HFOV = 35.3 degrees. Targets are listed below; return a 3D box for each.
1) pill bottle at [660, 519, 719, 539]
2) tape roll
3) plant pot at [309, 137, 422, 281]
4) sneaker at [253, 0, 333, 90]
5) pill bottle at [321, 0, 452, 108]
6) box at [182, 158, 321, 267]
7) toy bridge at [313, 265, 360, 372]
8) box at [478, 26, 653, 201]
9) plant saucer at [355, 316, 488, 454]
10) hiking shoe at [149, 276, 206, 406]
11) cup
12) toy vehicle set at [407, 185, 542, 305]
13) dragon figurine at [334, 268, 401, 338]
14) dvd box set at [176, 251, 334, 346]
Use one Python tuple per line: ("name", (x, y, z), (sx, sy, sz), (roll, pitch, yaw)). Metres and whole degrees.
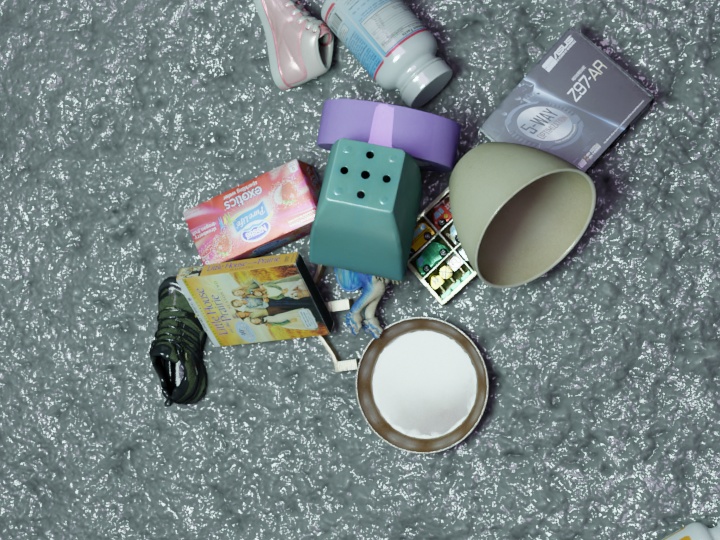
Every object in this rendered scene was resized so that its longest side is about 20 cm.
("pill bottle", (0.445, 0.414, 1.540), (0.200, 0.111, 0.111), (-33, 81, 11))
("tape roll", (0.040, -0.191, 1.611), (0.199, 0.200, 0.066), (10, 91, 14))
("plant pot", (0.007, -0.092, 1.540), (0.141, 0.200, 0.142), (12, 74, 4))
("sneaker", (-0.095, -0.382, 1.706), (0.104, 0.075, 0.201), (-11, 93, 28))
("pill bottle", (0.042, -0.339, 1.663), (0.109, 0.109, 0.200), (-41, 80, 9))
("box", (-0.152, -0.081, 1.707), (0.199, 0.095, 0.100), (-23, 84, 12))
("toy bridge", (-0.046, 0.055, 1.713), (0.067, 0.027, 0.201), (-9, 87, 14))
("box", (0.297, -0.224, 1.631), (0.160, 0.044, 0.200), (44, 98, 11))
("plant saucer", (0.092, 0.169, 1.673), (0.199, 0.034, 0.201), (-1, 87, 14))
("hiking shoe", (-0.280, 0.107, 1.729), (0.075, 0.101, 0.201), (-9, 86, 12))
("cup", (0.202, -0.096, 1.563), (0.200, 0.200, 0.143), (-46, 52, 8))
("toy vehicle set", (0.155, -0.061, 1.668), (0.200, 0.027, 0.124), (-44, 79, 9))
("dragon figurine", (0.000, 0.000, 1.677), (0.099, 0.059, 0.201), (-36, 62, 36))
("dvd box set", (-0.156, 0.046, 1.679), (0.199, 0.029, 0.147), (-7, 129, 22))
